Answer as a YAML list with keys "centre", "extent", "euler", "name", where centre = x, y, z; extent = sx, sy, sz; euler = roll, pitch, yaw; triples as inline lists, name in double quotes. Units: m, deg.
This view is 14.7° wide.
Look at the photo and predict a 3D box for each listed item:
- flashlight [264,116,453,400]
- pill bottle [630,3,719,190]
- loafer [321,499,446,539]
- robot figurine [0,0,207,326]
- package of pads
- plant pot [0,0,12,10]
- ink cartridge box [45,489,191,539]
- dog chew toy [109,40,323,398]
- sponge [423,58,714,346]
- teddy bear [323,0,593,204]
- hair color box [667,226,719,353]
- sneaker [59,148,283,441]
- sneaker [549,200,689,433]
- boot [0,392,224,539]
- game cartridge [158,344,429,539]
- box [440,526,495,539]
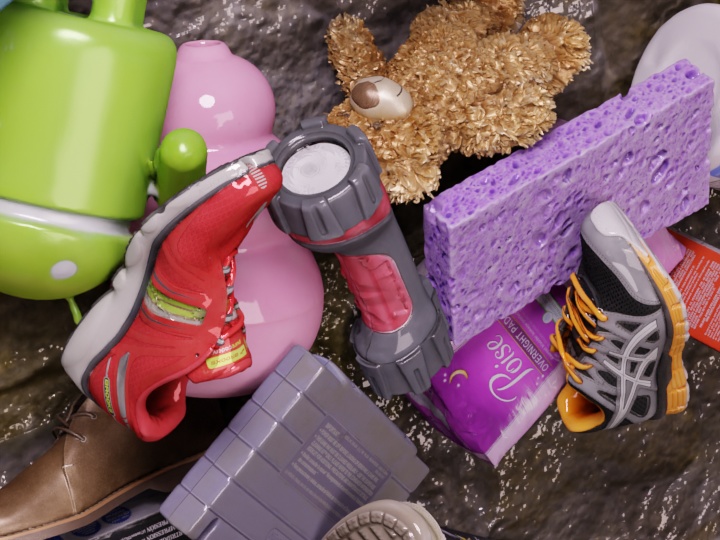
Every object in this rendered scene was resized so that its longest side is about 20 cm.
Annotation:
- centre: [0.000, 0.000, 1.571]
  extent: [0.068, 0.068, 0.200]
  euler: [-13, 139, 8]
  name: "flashlight"
- centre: [0.282, -0.096, 1.816]
  extent: [0.200, 0.114, 0.114]
  euler: [16, 99, -37]
  name: "pill bottle"
- centre: [0.008, 0.205, 1.693]
  extent: [0.068, 0.076, 0.200]
  euler: [-26, 151, -42]
  name: "loafer"
- centre: [-0.167, -0.075, 1.510]
  extent: [0.175, 0.116, 0.200]
  euler: [13, 95, -1]
  name: "robot figurine"
- centre: [0.104, 0.012, 1.763]
  extent: [0.200, 0.076, 0.121]
  euler: [-46, 125, -10]
  name: "package of pads"
- centre: [-0.191, -0.241, 1.427]
  extent: [0.200, 0.141, 0.141]
  euler: [-39, 126, -24]
  name: "plant pot"
- centre: [-0.091, 0.163, 1.710]
  extent: [0.200, 0.044, 0.094]
  euler: [-22, 121, -26]
  name: "ink cartridge box"
- centre: [-0.085, -0.031, 1.595]
  extent: [0.124, 0.125, 0.200]
  euler: [-11, 106, -31]
  name: "dog chew toy"
- centre: [0.126, -0.041, 1.670]
  extent: [0.200, 0.030, 0.112]
  euler: [-29, 143, -21]
  name: "sponge"
- centre: [0.050, -0.114, 1.633]
  extent: [0.200, 0.145, 0.067]
  euler: [-22, 149, -27]
  name: "teddy bear"
- centre: [0.259, 0.034, 1.797]
  extent: [0.101, 0.200, 0.061]
  euler: [25, 94, -38]
  name: "hair color box"
- centre: [-0.083, 0.015, 1.494]
  extent: [0.077, 0.085, 0.200]
  euler: [-28, 159, -48]
  name: "sneaker"
- centre: [0.152, 0.037, 1.693]
  extent: [0.077, 0.078, 0.200]
  euler: [-23, 140, -6]
  name: "sneaker"
- centre: [-0.169, 0.110, 1.631]
  extent: [0.200, 0.074, 0.076]
  euler: [-24, 105, -33]
  name: "boot"
- centre: [-0.035, 0.126, 1.643]
  extent: [0.130, 0.038, 0.200]
  euler: [-54, 152, -7]
  name: "game cartridge"
- centre: [0.092, 0.265, 1.873]
  extent: [0.200, 0.048, 0.158]
  euler: [17, 99, -37]
  name: "box"
